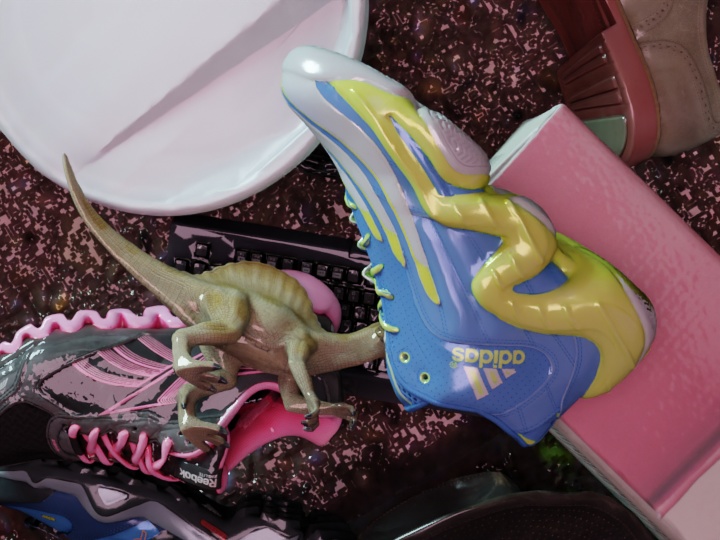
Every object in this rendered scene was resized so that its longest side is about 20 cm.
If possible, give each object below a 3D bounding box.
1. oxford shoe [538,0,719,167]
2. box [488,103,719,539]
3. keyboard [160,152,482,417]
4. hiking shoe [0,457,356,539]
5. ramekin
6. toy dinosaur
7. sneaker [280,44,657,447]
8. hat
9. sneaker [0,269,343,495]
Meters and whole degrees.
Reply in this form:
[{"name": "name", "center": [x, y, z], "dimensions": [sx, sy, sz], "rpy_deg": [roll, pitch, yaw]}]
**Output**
[{"name": "oxford shoe", "center": [0.126, -0.150, 1.122], "dimensions": [0.074, 0.070, 0.202], "rpy_deg": [-11, 86, -25]}, {"name": "box", "center": [0.121, 0.031, 1.079], "dimensions": [0.200, 0.128, 0.109], "rpy_deg": [44, 88, -2]}, {"name": "keyboard", "center": [0.000, 0.000, 1.160], "dimensions": [0.198, 0.021, 0.128], "rpy_deg": [9, 95, 6]}, {"name": "hiking shoe", "center": [-0.104, 0.145, 1.155], "dimensions": [0.198, 0.074, 0.087], "rpy_deg": [16, 95, 6]}, {"name": "ramekin", "center": [-0.089, -0.129, 1.126], "dimensions": [0.200, 0.094, 0.204], "rpy_deg": [0, 93, 7]}, {"name": "toy dinosaur", "center": [-0.062, 0.027, 1.069], "dimensions": [0.199, 0.102, 0.058], "rpy_deg": [22, 134, -9]}, {"name": "sneaker", "center": [0.026, -0.002, 0.974], "dimensions": [0.200, 0.076, 0.105], "rpy_deg": [39, 90, -3]}, {"name": "hat", "center": [0.049, 0.153, 1.121], "dimensions": [0.199, 0.081, 0.202], "rpy_deg": [-7, 133, -8]}, {"name": "sneaker", "center": [-0.098, 0.068, 1.104], "dimensions": [0.198, 0.079, 0.096], "rpy_deg": [-15, 57, -3]}]
